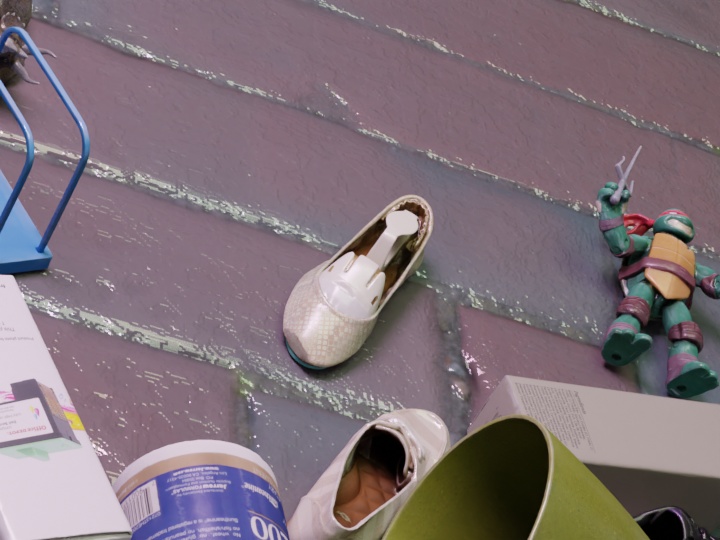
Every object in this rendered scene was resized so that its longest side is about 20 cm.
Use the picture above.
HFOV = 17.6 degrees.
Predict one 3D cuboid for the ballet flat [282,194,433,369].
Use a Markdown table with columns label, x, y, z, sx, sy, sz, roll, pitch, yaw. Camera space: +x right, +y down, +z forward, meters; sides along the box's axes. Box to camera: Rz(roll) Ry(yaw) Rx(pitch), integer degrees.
| label | x | y | z | sx | sy | sz | roll | pitch | yaw |
| --- | --- | --- | --- | --- | --- | --- | --- | --- | --- |
| ballet flat | 0.000 | 0.000 | 1.734 | 0.067 | 0.063 | 0.200 | 33 | 36 | 3 |

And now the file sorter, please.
| label | x | y | z | sx | sy | sz | roll | pitch | yaw |
| --- | --- | --- | --- | --- | --- | --- | --- | --- | --- |
| file sorter | -0.302 | -0.081 | 1.558 | 0.199 | 0.123 | 0.139 | -7 | 52 | -42 |

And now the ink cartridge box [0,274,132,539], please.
| label | x | y | z | sx | sy | sz | roll | pitch | yaw |
| --- | --- | --- | --- | --- | --- | --- | --- | --- | --- |
| ink cartridge box | -0.226 | 0.124 | 1.355 | 0.084 | 0.145 | 0.201 | -2 | 48 | -37 |

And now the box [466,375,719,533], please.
| label | x | y | z | sx | sy | sz | roll | pitch | yaw |
| --- | --- | --- | --- | --- | --- | --- | --- | --- | --- |
| box | 0.184 | 0.136 | 1.705 | 0.199 | 0.069 | 0.082 | 10 | 42 | -27 |

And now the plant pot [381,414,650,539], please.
| label | x | y | z | sx | sy | sz | roll | pitch | yaw |
| --- | --- | --- | --- | --- | --- | --- | --- | --- | --- |
| plant pot | 0.132 | 0.225 | 1.498 | 0.200 | 0.187 | 0.188 | 36 | 33 | -21 |

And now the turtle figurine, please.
| label | x | y | z | sx | sy | sz | roll | pitch | yaw |
| --- | --- | --- | --- | --- | --- | --- | --- | --- | --- |
| turtle figurine | 0.253 | 0.000 | 1.889 | 0.149 | 0.101 | 0.201 | 14 | 53 | 0 |

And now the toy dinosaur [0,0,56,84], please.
| label | x | y | z | sx | sy | sz | roll | pitch | yaw |
| --- | --- | --- | --- | --- | --- | --- | --- | --- | --- |
| toy dinosaur | -0.289 | -0.206 | 1.770 | 0.102 | 0.077 | 0.201 | 31 | 29 | -22 |

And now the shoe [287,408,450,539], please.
| label | x | y | z | sx | sy | sz | roll | pitch | yaw |
| --- | --- | --- | --- | --- | --- | --- | --- | --- | --- |
| shoe | 0.015 | 0.144 | 1.585 | 0.070 | 0.054 | 0.200 | 38 | 37 | 8 |

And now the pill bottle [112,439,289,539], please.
| label | x | y | z | sx | sy | sz | roll | pitch | yaw |
| --- | --- | --- | --- | --- | --- | --- | --- | --- | --- |
| pill bottle | -0.088 | 0.209 | 1.386 | 0.110 | 0.111 | 0.201 | 12 | 41 | -25 |

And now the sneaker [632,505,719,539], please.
| label | x | y | z | sx | sy | sz | roll | pitch | yaw |
| --- | --- | --- | --- | --- | --- | --- | --- | --- | --- |
| sneaker | 0.225 | 0.208 | 1.636 | 0.199 | 0.088 | 0.076 | -1 | 47 | -37 |
